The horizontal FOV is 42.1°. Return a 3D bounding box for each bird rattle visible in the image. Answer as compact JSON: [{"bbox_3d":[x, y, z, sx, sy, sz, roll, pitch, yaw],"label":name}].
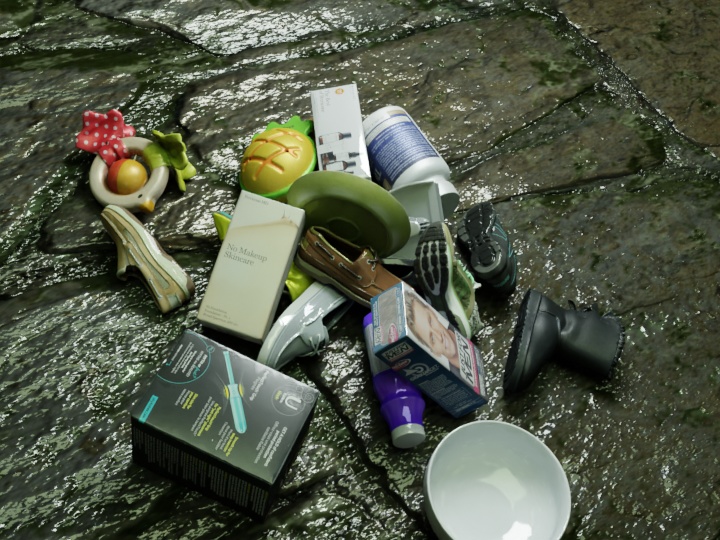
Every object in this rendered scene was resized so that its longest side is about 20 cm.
[{"bbox_3d":[-0.371,-0.172,1.495,0.198,0.113,0.164,15,68,3],"label":"bird rattle"}]

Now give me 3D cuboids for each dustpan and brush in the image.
[{"bbox_3d":[0.032,-0.063,1.503,0.199,0.141,0.057,-5,11,22],"label":"dustpan and brush"}]

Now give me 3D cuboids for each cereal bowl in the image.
[{"bbox_3d":[0.175,0.308,1.250,0.198,0.084,0.201,5,53,-7],"label":"cereal bowl"}]

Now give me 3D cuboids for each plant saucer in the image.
[{"bbox_3d":[-0.022,-0.072,1.424,0.199,0.200,0.031,18,56,2],"label":"plant saucer"}]

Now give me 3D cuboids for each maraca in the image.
[{"bbox_3d":[-0.134,-0.187,1.545,0.136,0.107,0.201,-10,44,12],"label":"maraca"}]

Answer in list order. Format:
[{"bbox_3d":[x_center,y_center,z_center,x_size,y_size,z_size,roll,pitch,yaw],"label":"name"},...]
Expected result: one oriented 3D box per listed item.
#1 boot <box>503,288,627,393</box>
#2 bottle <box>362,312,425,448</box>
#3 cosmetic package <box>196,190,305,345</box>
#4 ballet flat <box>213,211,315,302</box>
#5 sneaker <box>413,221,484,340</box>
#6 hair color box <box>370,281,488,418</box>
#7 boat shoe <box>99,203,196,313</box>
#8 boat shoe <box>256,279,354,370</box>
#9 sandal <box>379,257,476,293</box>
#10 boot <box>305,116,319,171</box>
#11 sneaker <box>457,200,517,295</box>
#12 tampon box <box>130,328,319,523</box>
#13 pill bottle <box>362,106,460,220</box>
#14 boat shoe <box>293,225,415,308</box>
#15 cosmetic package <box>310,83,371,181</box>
[{"bbox_3d":[0.313,0.124,1.430,0.161,0.074,0.199,22,51,1],"label":"boot"},{"bbox_3d":[0.051,0.153,1.341,0.065,0.084,0.201,-21,54,15],"label":"bottle"},{"bbox_3d":[-0.158,-0.003,1.373,0.103,0.073,0.201,17,79,1],"label":"cosmetic package"},{"bbox_3d":[-0.161,-0.017,1.444,0.199,0.067,0.067,33,74,11],"label":"ballet flat"},{"bbox_3d":[0.142,0.020,1.428,0.088,0.202,0.077,-21,14,-40],"label":"sneaker"},{"bbox_3d":[0.098,0.114,1.317,0.200,0.060,0.100,40,32,-36],"label":"hair color box"},{"bbox_3d":[-0.336,-0.017,1.402,0.076,0.072,0.200,-40,69,-21],"label":"boat shoe"},{"bbox_3d":[-0.076,0.085,1.374,0.071,0.070,0.201,29,50,15],"label":"boat shoe"},{"bbox_3d":[0.084,0.016,1.463,0.199,0.075,0.048,8,70,-6],"label":"sandal"},{"bbox_3d":[-0.063,-0.183,1.596,0.075,0.074,0.201,-17,55,5],"label":"boot"},{"bbox_3d":[0.211,-0.036,1.537,0.079,0.075,0.201,45,26,-31],"label":"sneaker"},{"bbox_3d":[-0.177,0.204,1.227,0.199,0.127,0.150,24,53,6],"label":"tampon box"},{"bbox_3d":[0.081,-0.172,1.577,0.110,0.111,0.201,-20,59,-24],"label":"pill bottle"},{"bbox_3d":[0.000,0.000,1.399,0.199,0.068,0.072,23,26,-3],"label":"boat shoe"},{"bbox_3d":[-0.032,-0.212,1.531,0.082,0.051,0.201,-9,58,0],"label":"cosmetic package"}]
